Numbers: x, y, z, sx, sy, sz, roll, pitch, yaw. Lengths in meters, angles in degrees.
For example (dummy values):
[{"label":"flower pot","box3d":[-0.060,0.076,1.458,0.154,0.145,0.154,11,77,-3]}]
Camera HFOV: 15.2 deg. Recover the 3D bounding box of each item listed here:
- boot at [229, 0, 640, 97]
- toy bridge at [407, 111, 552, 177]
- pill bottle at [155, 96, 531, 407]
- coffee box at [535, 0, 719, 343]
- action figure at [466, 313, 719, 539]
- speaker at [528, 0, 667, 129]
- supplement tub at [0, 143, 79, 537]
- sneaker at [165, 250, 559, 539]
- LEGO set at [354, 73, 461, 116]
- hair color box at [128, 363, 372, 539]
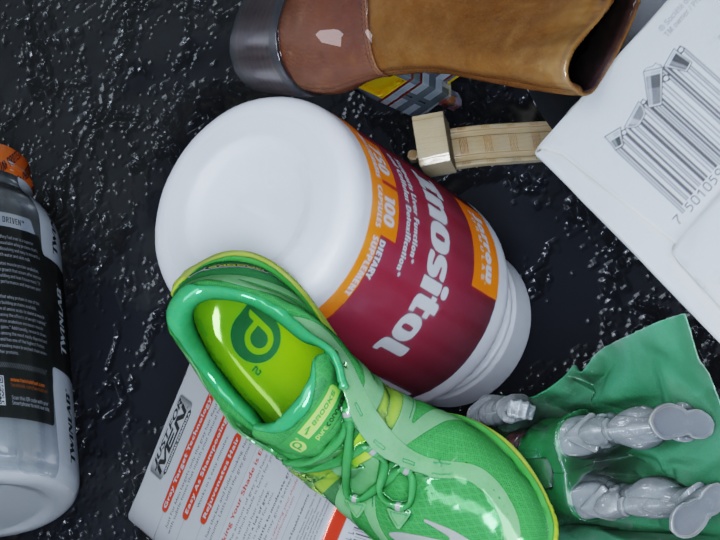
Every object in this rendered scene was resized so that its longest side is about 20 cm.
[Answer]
[{"label":"boot","box3d":[0.046,-0.163,1.197,0.200,0.068,0.189,1,57,42]},{"label":"toy bridge","box3d":[0.121,-0.073,1.314,0.199,0.067,0.027,-10,79,7]},{"label":"pill bottle","box3d":[0.000,0.000,1.290,0.113,0.200,0.113,-11,69,28]},{"label":"coffee box","box3d":[0.237,-0.034,1.156,0.200,0.198,0.200,-47,58,8]},{"label":"action figure","box3d":[0.088,0.086,1.173,0.200,0.055,0.118,-11,90,61]},{"label":"speaker","box3d":[0.169,-0.130,1.251,0.200,0.081,0.081,-31,55,-15]},{"label":"supplement tub","box3d":[-0.219,0.037,1.463,0.122,0.122,0.200,-18,65,26]},{"label":"sneaker","box3d":[-0.008,0.071,1.140,0.200,0.084,0.074,37,105,10]},{"label":"LEGO set","box3d":[0.036,-0.175,1.375,0.154,0.116,0.200,-40,41,39]},{"label":"hair color box","box3d":[-0.036,0.111,1.287,0.200,0.061,0.102,30,98,62]}]
